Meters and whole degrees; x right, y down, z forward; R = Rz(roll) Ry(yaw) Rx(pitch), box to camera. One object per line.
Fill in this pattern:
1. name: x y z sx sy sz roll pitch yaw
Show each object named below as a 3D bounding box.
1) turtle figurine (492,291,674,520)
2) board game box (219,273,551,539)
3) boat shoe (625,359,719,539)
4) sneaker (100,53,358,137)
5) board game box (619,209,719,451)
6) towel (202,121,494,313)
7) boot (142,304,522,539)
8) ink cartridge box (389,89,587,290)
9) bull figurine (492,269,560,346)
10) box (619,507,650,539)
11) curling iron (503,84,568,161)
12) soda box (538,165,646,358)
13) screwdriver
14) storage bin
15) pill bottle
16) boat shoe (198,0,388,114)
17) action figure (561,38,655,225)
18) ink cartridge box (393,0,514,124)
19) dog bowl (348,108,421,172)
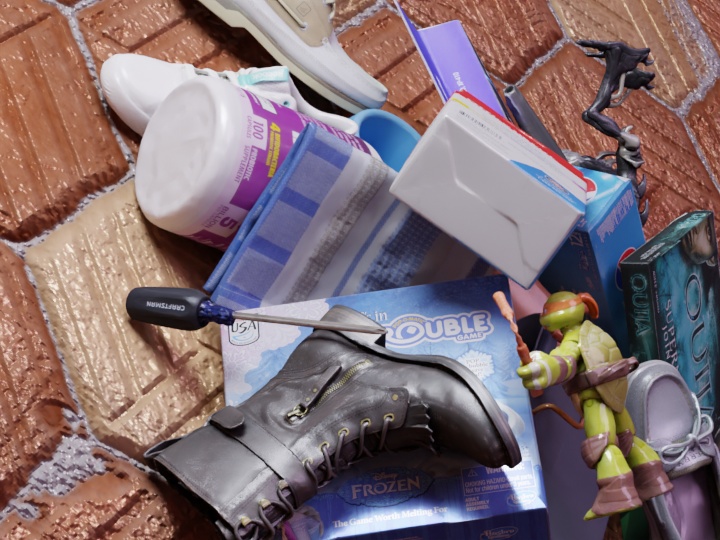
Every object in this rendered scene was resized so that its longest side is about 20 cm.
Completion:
1. turtle figurine: 0.157 0.078 1.598 0.162 0.064 0.200 70 16 4
2. board game box: 0.012 0.100 1.578 0.043 0.200 0.199 80 2 -48
3. boat shoe: 0.240 0.164 1.756 0.074 0.065 0.202 -13 94 -30
4. sneaker: -0.092 -0.124 1.757 0.200 0.088 0.075 22 43 -34
5. board game box: 0.245 0.068 1.841 0.135 0.028 0.200 -34 120 -55
6. towel: 0.000 0.000 1.685 0.200 0.147 0.024 30 3 -36
7. boot: -0.017 0.118 1.501 0.200 0.069 0.174 27 59 40
8. ink cartridge box: 0.091 -0.061 1.659 0.116 0.067 0.200 35 11 -1
9. bull figurine: 0.090 0.022 1.788 0.200 0.121 0.065 50 33 2
10. box: 0.263 0.197 1.887 0.144 0.036 0.200 27 38 -29
11. curling iron: 0.155 -0.072 1.894 0.050 0.026 0.200 38 -11 48
12. soda box: 0.181 0.016 1.838 0.064 0.068 0.200 -49 138 -31
13. screwdriver: -0.070 0.034 1.559 0.029 0.200 0.028 -60 141 -27
14. storage bin: 0.113 0.144 1.690 0.134 0.145 0.200 50 32 -17
15. pill bottle: -0.051 -0.055 1.713 0.200 0.112 0.112 20 43 -35
16. boat shoe: -0.050 -0.195 1.877 0.200 0.068 0.075 37 6 -19
17. action figure: 0.197 -0.091 2.043 0.119 0.102 0.200 20 76 -82
18. ink cartridge box: 0.104 -0.100 1.895 0.200 0.043 0.198 55 9 -48
19. dog bowl: 0.046 -0.043 1.870 0.200 0.050 0.111 47 33 -4
